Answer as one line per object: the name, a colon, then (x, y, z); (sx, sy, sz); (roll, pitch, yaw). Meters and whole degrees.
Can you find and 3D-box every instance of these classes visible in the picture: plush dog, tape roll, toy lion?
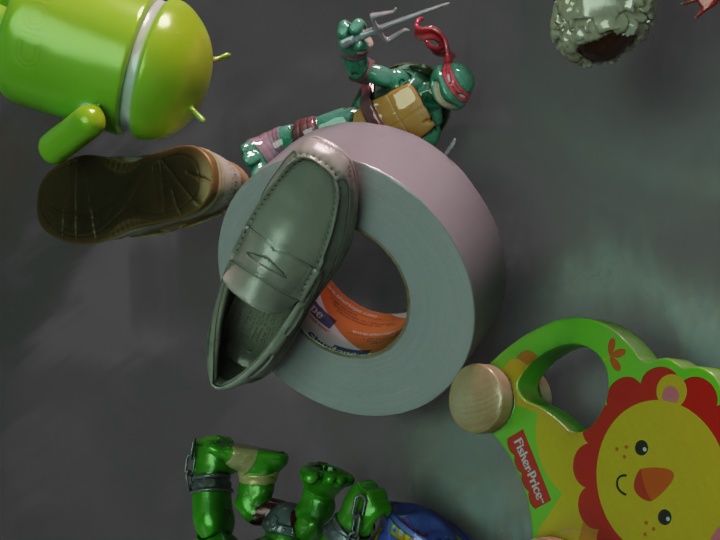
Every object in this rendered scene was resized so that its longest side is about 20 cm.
plush dog: (0.183, -0.248, 0.982); (0.199, 0.172, 0.161); (-37, 91, 11)
tape roll: (0.000, 0.000, 1.041); (0.198, 0.066, 0.202); (13, 122, 22)
toy lion: (0.169, 0.117, 0.944); (0.191, 0.068, 0.202); (-37, 62, 32)

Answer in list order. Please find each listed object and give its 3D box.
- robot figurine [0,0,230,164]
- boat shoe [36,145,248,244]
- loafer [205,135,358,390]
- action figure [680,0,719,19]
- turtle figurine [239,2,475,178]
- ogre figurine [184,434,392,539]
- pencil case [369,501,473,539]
robot figurine: (-0.205, -0.171, 1.151); (0.198, 0.116, 0.177); (17, 54, 1)
boat shoe: (-0.174, -0.056, 1.171); (0.198, 0.066, 0.075); (-1, 85, 36)
loafer: (-0.055, 0.002, 0.986); (0.069, 0.070, 0.201); (28, 126, 11)
action figure: (0.292, -0.149, 0.980); (0.099, 0.065, 0.201); (-35, 72, 7)
turtle figurine: (0.017, -0.103, 1.075); (0.199, 0.101, 0.151); (-31, 88, 27)
ogre figurine: (-0.062, 0.195, 1.081); (0.198, 0.098, 0.121); (9, 89, 25)
pencil case: (0.019, 0.268, 1.049); (0.087, 0.078, 0.202); (26, 97, 52)
